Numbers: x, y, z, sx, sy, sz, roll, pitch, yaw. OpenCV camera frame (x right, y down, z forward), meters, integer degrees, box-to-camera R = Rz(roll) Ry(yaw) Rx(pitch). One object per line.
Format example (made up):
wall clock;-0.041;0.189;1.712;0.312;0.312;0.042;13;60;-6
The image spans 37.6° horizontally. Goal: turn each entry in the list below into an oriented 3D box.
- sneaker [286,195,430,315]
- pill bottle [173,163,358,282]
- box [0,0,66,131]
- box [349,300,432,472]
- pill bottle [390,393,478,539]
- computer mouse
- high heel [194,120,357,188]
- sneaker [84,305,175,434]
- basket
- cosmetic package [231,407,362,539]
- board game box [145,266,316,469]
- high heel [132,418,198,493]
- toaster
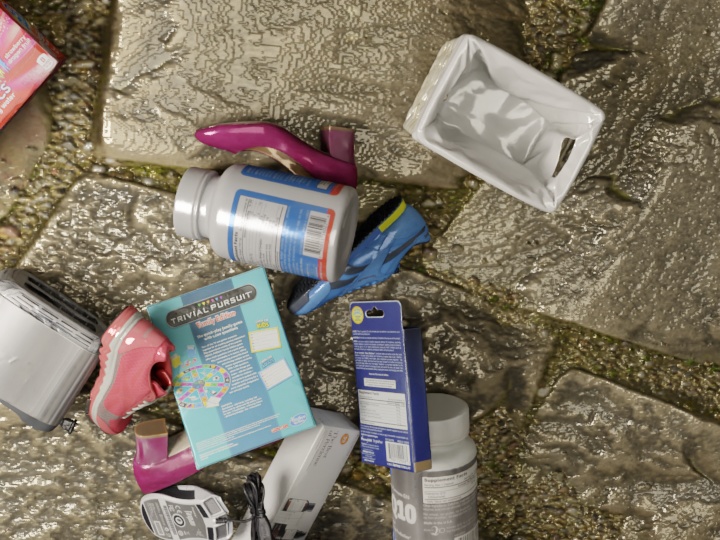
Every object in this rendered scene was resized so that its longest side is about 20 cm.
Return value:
sneaker;0.000;0.000;1.293;0.199;0.066;0.079;-40;111;1
pill bottle;-0.109;-0.061;1.216;0.197;0.112;0.114;13;102;9
box;-0.425;-0.192;1.153;0.100;0.096;0.200;42;94;-17
box;0.035;0.137;1.288;0.032;0.121;0.204;-6;91;-32
pill bottle;0.094;0.268;1.350;0.112;0.114;0.203;-5;104;-9
computer mouse;-0.188;0.296;1.308;0.197;0.044;0.111;-3;114;31
high heel;-0.097;-0.124;1.240;0.197;0.067;0.098;2;93;-14
sneaker;-0.264;0.136;1.232;0.086;0.074;0.202;29;133;9
basket;0.162;-0.177;1.247;0.198;0.123;0.137;26;98;-16
cosmetic package;-0.080;0.274;1.335;0.082;0.050;0.202;17;103;-52
board game box;-0.154;0.116;1.268;0.149;0.047;0.203;-18;84;-5
high heel;-0.185;0.230;1.322;0.197;0.068;0.097;-7;121;-16
toaster;-0.381;0.091;1.223;0.199;0.114;0.130;36;93;-14
